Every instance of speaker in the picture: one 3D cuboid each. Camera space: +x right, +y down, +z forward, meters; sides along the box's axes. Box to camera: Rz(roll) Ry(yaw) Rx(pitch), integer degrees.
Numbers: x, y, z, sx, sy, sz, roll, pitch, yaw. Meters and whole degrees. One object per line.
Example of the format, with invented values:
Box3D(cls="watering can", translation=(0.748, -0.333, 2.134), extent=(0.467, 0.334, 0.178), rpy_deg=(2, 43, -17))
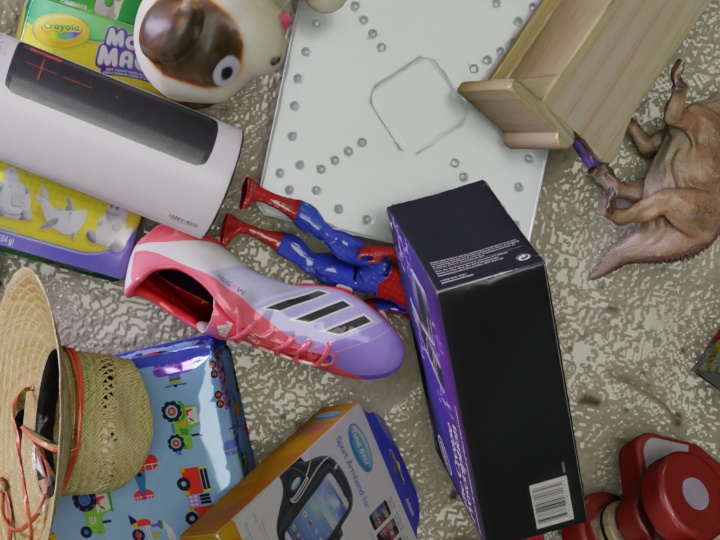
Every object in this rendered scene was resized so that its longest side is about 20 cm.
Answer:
Box3D(cls="speaker", translation=(-0.183, -0.092, 1.260), extent=(0.199, 0.081, 0.082), rpy_deg=(22, 86, -12))

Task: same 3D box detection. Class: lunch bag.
Box3D(cls="lunch bag", translation=(-0.177, 0.139, 1.321), extent=(0.199, 0.094, 0.152), rpy_deg=(-11, 93, 3))

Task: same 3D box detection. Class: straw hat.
Box3D(cls="straw hat", translation=(-0.181, 0.100, 1.238), extent=(0.085, 0.201, 0.203), rpy_deg=(2, 89, -24))

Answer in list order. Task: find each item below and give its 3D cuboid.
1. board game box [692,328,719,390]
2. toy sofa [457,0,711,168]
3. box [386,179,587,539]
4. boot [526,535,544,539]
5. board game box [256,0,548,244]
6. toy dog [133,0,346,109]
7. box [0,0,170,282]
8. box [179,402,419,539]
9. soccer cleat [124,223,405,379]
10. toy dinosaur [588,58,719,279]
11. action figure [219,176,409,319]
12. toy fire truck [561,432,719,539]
Box3D(cls="board game box", translation=(0.345, 0.018, 1.368), extent=(0.103, 0.105, 0.201), rpy_deg=(35, 85, -4))
Box3D(cls="toy sofa", translation=(0.168, -0.172, 1.337), extent=(0.097, 0.083, 0.201), rpy_deg=(38, 79, -22))
Box3D(cls="box", translation=(0.084, 0.062, 1.283), extent=(0.078, 0.141, 0.201), rpy_deg=(-14, 116, -4))
Box3D(cls="boot", translation=(0.149, 0.266, 1.359), extent=(0.199, 0.072, 0.145), rpy_deg=(17, 86, -2))
Box3D(cls="board game box", translation=(0.040, -0.118, 1.374), extent=(0.199, 0.026, 0.201), rpy_deg=(12, 88, -7))
Box3D(cls="toy dog", translation=(-0.102, -0.211, 1.278), extent=(0.192, 0.140, 0.201), rpy_deg=(-1, 71, -3))
Box3D(cls="box", translation=(-0.194, -0.103, 1.324), extent=(0.117, 0.048, 0.201), rpy_deg=(15, 82, -17))
Box3D(cls="box", translation=(-0.032, 0.179, 1.297), extent=(0.041, 0.200, 0.120), rpy_deg=(-11, 108, 37))
Box3D(cls="soccer cleat", translation=(-0.067, 0.032, 1.300), extent=(0.199, 0.077, 0.067), rpy_deg=(27, 128, -2))
Box3D(cls="toy dinosaur", translation=(0.246, -0.065, 1.372), extent=(0.135, 0.086, 0.201), rpy_deg=(27, 92, -12))
Box3D(cls="action figure", translation=(0.000, 0.000, 1.344), extent=(0.199, 0.052, 0.066), rpy_deg=(21, 124, -13))
Box3D(cls="toy fire truck", translation=(0.243, 0.221, 1.345), extent=(0.167, 0.112, 0.201), rpy_deg=(16, 56, -31))
